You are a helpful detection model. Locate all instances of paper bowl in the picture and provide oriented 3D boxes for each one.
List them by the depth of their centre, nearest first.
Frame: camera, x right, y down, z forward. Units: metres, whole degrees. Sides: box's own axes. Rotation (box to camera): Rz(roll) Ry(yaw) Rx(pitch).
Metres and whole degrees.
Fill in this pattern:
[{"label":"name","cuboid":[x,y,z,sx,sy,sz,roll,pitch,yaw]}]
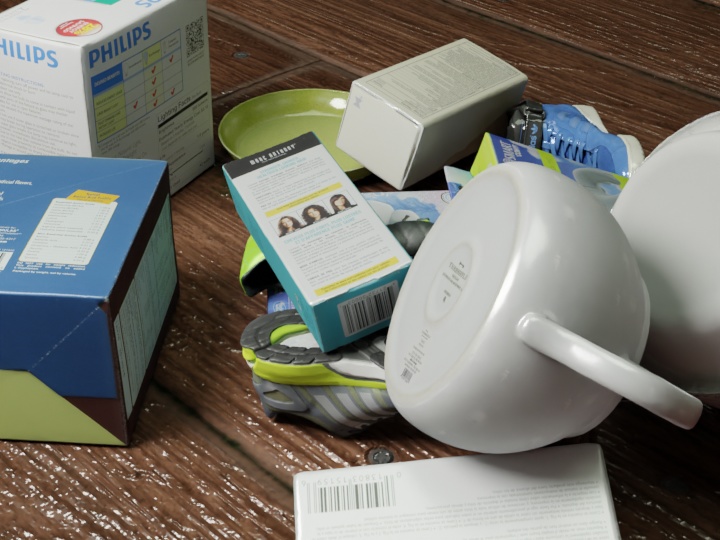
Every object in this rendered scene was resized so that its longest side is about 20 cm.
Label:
[{"label":"paper bowl","cuboid":[0.245,-0.012,0.805,0.104,0.202,0.201,19,17,-39]}]

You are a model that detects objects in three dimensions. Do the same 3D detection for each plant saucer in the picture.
[{"label":"plant saucer","cuboid":[-0.051,-0.137,1.268,0.198,0.031,0.201,2,33,-1]}]

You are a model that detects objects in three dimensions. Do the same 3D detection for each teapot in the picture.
[{"label":"teapot","cuboid":[0.117,0.037,0.762,0.145,0.197,0.201,26,49,-16]}]

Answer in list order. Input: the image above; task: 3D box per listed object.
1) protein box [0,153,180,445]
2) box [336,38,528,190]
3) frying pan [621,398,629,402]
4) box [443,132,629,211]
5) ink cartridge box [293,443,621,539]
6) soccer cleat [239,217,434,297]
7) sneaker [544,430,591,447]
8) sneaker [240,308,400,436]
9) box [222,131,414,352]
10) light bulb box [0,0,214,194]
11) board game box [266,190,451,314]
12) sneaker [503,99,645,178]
[{"label":"protein box","cuboid":[-0.259,0.015,0.931,0.197,0.136,0.201,3,33,3]},{"label":"box","cuboid":[0.075,-0.164,1.224,0.095,0.078,0.199,37,40,23]},{"label":"frying pan","cuboid":[0.225,0.066,0.898,0.031,0.115,0.190,33,18,-28]},{"label":"box","cuboid":[0.175,-0.054,1.005,0.198,0.048,0.122,16,26,-10]},{"label":"ink cartridge box","cuboid":[0.062,0.198,0.724,0.198,0.044,0.175,-6,54,2]},{"label":"soccer cleat","cuboid":[0.000,0.000,0.957,0.198,0.068,0.081,2,43,15]},{"label":"sneaker","cuboid":[0.128,0.116,0.838,0.070,0.076,0.200,7,33,9]},{"label":"sneaker","cuboid":[0.012,0.082,0.882,0.198,0.081,0.074,9,40,11]},{"label":"box","cuboid":[-0.033,-0.027,0.909,0.082,0.049,0.200,-22,40,-11]},{"label":"light bulb box","cuboid":[-0.244,-0.165,1.150,0.124,0.201,0.198,16,35,22]},{"label":"board game box","cuboid":[0.016,-0.003,1.049,0.197,0.044,0.201,-1,34,-5]},{"label":"sneaker","cuboid":[0.203,-0.117,1.196,0.110,0.077,0.200,1,28,-11]}]
